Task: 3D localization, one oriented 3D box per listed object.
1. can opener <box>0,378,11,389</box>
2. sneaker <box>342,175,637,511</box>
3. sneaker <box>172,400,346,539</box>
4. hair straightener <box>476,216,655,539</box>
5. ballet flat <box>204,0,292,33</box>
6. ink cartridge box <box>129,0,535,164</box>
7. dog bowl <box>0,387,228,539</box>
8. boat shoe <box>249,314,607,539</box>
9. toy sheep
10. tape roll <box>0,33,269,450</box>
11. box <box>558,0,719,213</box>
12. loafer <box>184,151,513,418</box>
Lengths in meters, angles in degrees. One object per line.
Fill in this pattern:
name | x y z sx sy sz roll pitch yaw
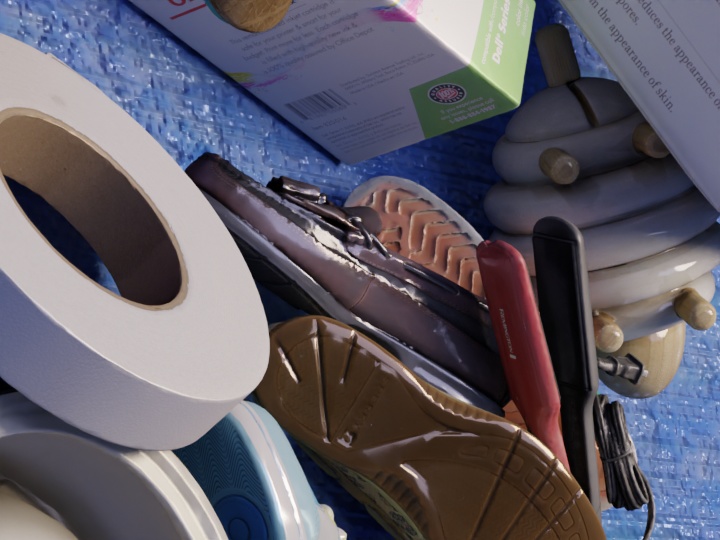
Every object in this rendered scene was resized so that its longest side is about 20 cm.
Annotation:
can opener | -0.145 0.026 1.081 0.200 0.063 0.079 10 68 -47
sneaker | 0.059 0.037 1.318 0.200 0.071 0.080 51 1 -3
sneaker | -0.014 0.138 1.181 0.131 0.080 0.200 -25 104 -49
hair straightener | 0.113 0.068 1.244 0.077 0.041 0.200 -24 105 -29
ballet flat | -0.024 -0.191 0.995 0.068 0.072 0.200 21 66 -48
ink cartridge box | -0.026 -0.138 1.240 0.200 0.117 0.067 36 52 -36
dog bowl | -0.136 0.150 1.037 0.200 0.074 0.200 22 59 -43
boat shoe | 0.030 0.086 1.207 0.200 0.063 0.073 41 81 -15
toy sheep | 0.126 -0.030 1.363 0.138 0.138 0.200 -25 107 -50
tape roll | -0.121 -0.016 1.079 0.203 0.037 0.203 40 22 -19
box | 0.207 -0.123 1.336 0.200 0.131 0.199 57 16 23
loafer | 0.000 0.000 1.231 0.200 0.072 0.063 38 80 -22
